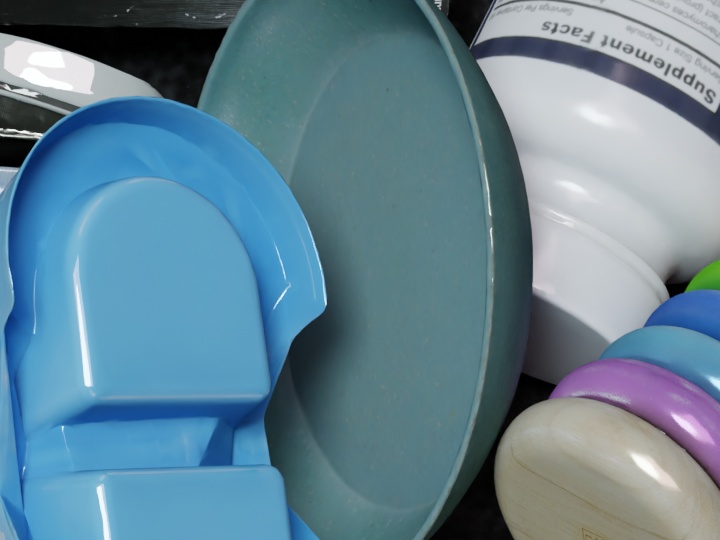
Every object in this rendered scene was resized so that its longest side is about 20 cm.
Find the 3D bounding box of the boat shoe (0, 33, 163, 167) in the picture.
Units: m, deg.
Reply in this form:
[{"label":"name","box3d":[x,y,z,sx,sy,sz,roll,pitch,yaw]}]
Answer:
[{"label":"boat shoe","box3d":[-0.163,-0.045,0.821,0.199,0.071,0.064,5,74,16]}]

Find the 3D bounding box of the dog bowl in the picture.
[{"label":"dog bowl","box3d":[-0.062,0.052,0.699,0.111,0.049,0.201,2,75,-39]}]

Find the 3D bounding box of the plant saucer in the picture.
[{"label":"plant saucer","box3d":[0.000,0.000,0.748,0.036,0.200,0.201,0,66,-30]}]

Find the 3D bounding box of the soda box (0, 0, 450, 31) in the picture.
[{"label":"soda box","box3d":[-0.068,-0.125,0.797,0.199,0.071,0.063,0,37,-6]}]

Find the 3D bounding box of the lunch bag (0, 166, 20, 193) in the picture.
[{"label":"lunch bag","box3d":[-0.184,0.053,0.744,0.199,0.127,0.171,7,69,-5]}]

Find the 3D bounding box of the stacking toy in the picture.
[{"label":"stacking toy","box3d":[0.131,0.022,0.731,0.085,0.086,0.200,39,58,15]}]

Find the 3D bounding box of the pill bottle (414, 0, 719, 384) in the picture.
[{"label":"pill bottle","box3d":[0.093,-0.066,0.794,0.111,0.111,0.201,23,73,10]}]
